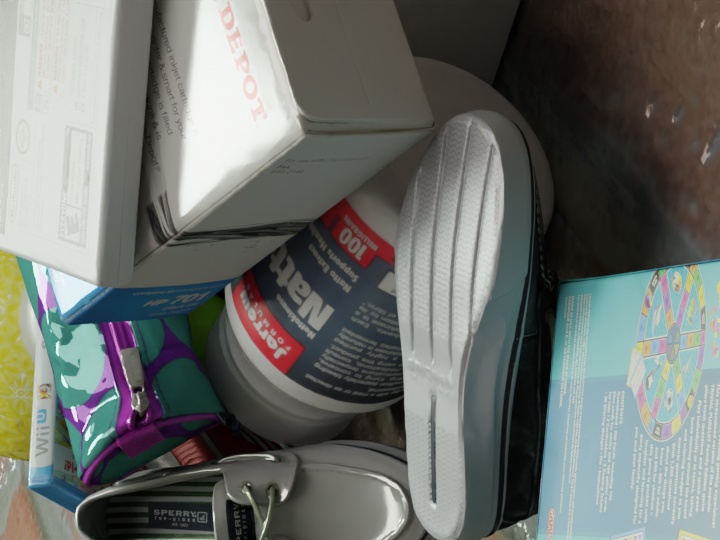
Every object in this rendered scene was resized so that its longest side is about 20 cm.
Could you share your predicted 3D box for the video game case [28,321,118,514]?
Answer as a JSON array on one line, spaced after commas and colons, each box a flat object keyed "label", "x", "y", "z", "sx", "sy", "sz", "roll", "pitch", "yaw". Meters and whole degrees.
[{"label": "video game case", "x": -0.143, "y": 0.043, "z": 1.228, "sx": 0.018, "sy": 0.143, "sz": 0.202, "roll": -8, "pitch": 67, "yaw": 18}]

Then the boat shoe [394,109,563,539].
[{"label": "boat shoe", "x": 0.060, "y": 0.022, "z": 0.961, "sx": 0.072, "sy": 0.070, "sz": 0.202, "roll": 33, "pitch": 127, "yaw": 48}]

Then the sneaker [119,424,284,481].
[{"label": "sneaker", "x": -0.045, "y": 0.152, "z": 1.196, "sx": 0.078, "sy": 0.115, "sz": 0.201, "roll": -37, "pitch": 75, "yaw": 23}]

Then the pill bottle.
[{"label": "pill bottle", "x": 0.000, "y": 0.000, "z": 1.076, "sx": 0.200, "sy": 0.119, "sz": 0.120, "roll": -53, "pitch": 37, "yaw": 45}]

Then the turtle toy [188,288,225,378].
[{"label": "turtle toy", "x": -0.081, "y": -0.019, "z": 1.214, "sx": 0.201, "sy": 0.100, "sz": 0.146, "roll": -59, "pitch": -27, "yaw": -22}]

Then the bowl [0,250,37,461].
[{"label": "bowl", "x": -0.179, "y": 0.026, "z": 1.351, "sx": 0.107, "sy": 0.199, "sz": 0.202, "roll": 5, "pitch": 87, "yaw": 63}]

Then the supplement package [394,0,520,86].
[{"label": "supplement package", "x": -0.015, "y": -0.194, "z": 1.129, "sx": 0.200, "sy": 0.151, "sz": 0.152, "roll": 54, "pitch": 131, "yaw": 55}]

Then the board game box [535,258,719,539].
[{"label": "board game box", "x": 0.140, "y": 0.074, "z": 0.840, "sx": 0.200, "sy": 0.047, "sz": 0.153, "roll": -10, "pitch": 73, "yaw": 63}]

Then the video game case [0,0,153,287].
[{"label": "video game case", "x": -0.154, "y": -0.109, "z": 0.997, "sx": 0.181, "sy": 0.023, "sz": 0.202, "roll": 17, "pitch": 106, "yaw": 47}]

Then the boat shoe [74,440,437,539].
[{"label": "boat shoe", "x": -0.053, "y": 0.129, "z": 1.097, "sx": 0.198, "sy": 0.067, "sz": 0.074, "roll": -10, "pitch": 86, "yaw": 27}]

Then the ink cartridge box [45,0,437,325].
[{"label": "ink cartridge box", "x": -0.074, "y": -0.082, "z": 0.985, "sx": 0.200, "sy": 0.085, "sz": 0.148, "roll": -33, "pitch": 68, "yaw": 42}]

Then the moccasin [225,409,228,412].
[{"label": "moccasin", "x": -0.104, "y": 0.108, "z": 1.323, "sx": 0.202, "sy": 0.073, "sz": 0.078, "roll": -60, "pitch": 23, "yaw": 19}]

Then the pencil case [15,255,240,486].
[{"label": "pencil case", "x": -0.132, "y": 0.002, "z": 1.106, "sx": 0.092, "sy": 0.084, "sz": 0.202, "roll": 118, "pitch": 134, "yaw": -74}]
